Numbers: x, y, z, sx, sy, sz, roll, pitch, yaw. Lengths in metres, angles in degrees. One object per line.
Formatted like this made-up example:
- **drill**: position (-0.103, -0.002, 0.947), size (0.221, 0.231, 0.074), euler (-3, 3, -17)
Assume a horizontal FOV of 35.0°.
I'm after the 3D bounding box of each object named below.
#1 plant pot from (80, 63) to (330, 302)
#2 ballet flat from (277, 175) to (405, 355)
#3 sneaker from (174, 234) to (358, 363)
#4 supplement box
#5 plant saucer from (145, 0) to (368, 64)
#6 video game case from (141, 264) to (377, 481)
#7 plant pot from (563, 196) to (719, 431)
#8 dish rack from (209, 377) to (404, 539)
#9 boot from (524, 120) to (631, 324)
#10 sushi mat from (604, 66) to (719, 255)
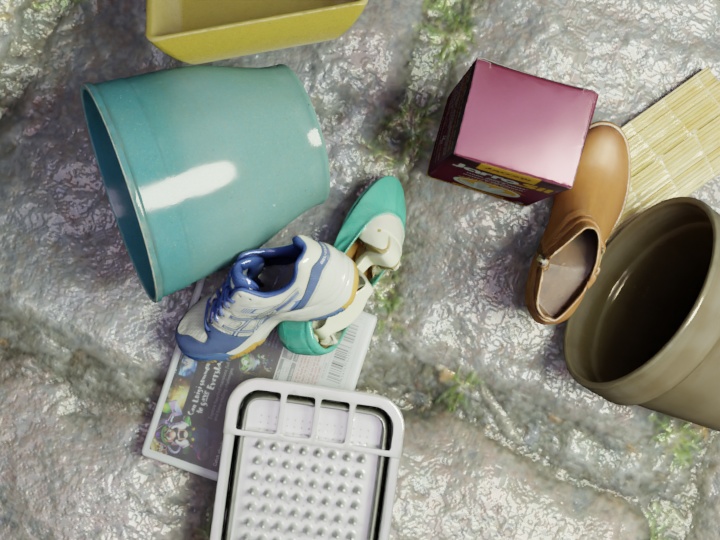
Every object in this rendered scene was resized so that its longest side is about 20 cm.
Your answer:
- **plant pot**: position (-0.135, -0.099, 1.042), size (0.185, 0.200, 0.203), euler (-21, 89, -16)
- **ballet flat**: position (0.000, 0.000, 1.080), size (0.201, 0.070, 0.067), euler (-55, 131, -15)
- **sneaker**: position (-0.101, 0.018, 1.030), size (0.198, 0.088, 0.076), euler (-25, 53, 24)
- **supplement box**: position (0.131, -0.120, 1.040), size (0.108, 0.200, 0.087), euler (16, 88, -2)
- **plant saucer**: position (-0.099, -0.257, 1.065), size (0.196, 0.202, 0.049), euler (-10, 130, -2)
- **video game case**: position (-0.098, 0.111, 1.114), size (0.179, 0.023, 0.203), euler (19, 88, -2)
- **plant pot**: position (0.316, 0.062, 1.065), size (0.172, 0.200, 0.202), euler (32, 87, -19)
- **dish rack**: position (-0.052, 0.209, 1.081), size (0.168, 0.044, 0.204), euler (8, 89, -3)
- **boot**: position (0.206, -0.044, 1.052), size (0.072, 0.155, 0.204), euler (17, 95, 8)
- **sushi mat**: position (0.296, -0.110, 1.141), size (0.198, 0.012, 0.096), euler (-35, 91, -3)
